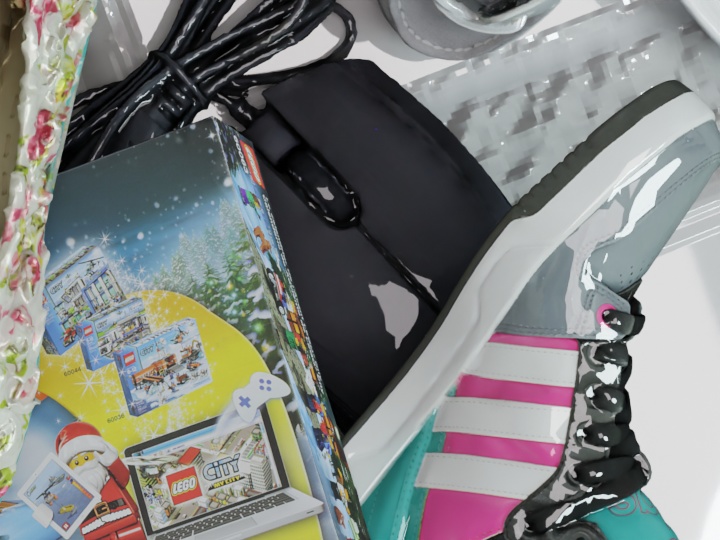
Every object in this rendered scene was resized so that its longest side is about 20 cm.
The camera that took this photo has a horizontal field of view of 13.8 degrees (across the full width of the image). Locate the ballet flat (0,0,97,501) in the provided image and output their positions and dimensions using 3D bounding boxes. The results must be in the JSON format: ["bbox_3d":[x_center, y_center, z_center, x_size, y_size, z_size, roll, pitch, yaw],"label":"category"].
[{"bbox_3d":[-0.119,-0.025,0.815,0.076,0.064,0.200,4,81,22],"label":"ballet flat"}]

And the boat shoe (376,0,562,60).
[{"bbox_3d":[0.045,-0.105,0.847,0.072,0.200,0.069,27,59,-11],"label":"boat shoe"}]

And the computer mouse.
[{"bbox_3d":[0.000,0.000,0.919,0.200,0.053,0.139,44,84,-11],"label":"computer mouse"}]

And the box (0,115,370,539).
[{"bbox_3d":[-0.108,0.055,0.851,0.200,0.038,0.137,-20,75,11],"label":"box"}]

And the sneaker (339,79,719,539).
[{"bbox_3d":[0.068,0.055,0.847,0.121,0.084,0.200,39,103,14],"label":"sneaker"}]

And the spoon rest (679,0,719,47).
[{"bbox_3d":[0.103,-0.116,0.929,0.200,0.061,0.099,15,91,-11],"label":"spoon rest"}]
